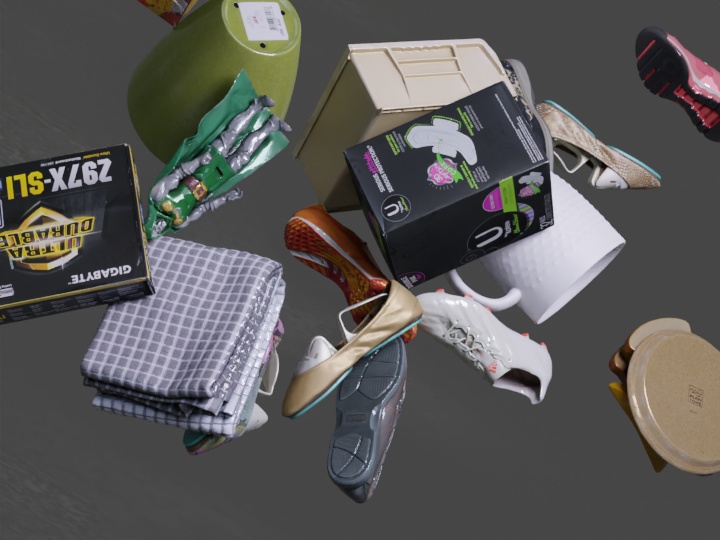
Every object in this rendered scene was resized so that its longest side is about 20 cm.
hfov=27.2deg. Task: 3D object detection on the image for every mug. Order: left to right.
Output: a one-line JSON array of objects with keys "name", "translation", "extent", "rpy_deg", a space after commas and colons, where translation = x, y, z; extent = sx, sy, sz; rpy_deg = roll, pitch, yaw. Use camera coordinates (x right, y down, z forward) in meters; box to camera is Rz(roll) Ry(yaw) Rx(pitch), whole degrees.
[{"name": "mug", "translation": [0.189, -0.033, 1.800], "extent": [0.200, 0.148, 0.175], "rpy_deg": [-38, 78, -19]}]

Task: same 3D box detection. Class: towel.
[{"name": "towel", "translation": [-0.184, 0.062, 1.554], "extent": [0.165, 0.086, 0.200], "rpy_deg": [12, 56, 14]}]

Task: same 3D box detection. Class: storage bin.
[{"name": "storage bin", "translation": [0.052, -0.169, 1.750], "extent": [0.198, 0.200, 0.094], "rpy_deg": [-8, 59, -30]}]

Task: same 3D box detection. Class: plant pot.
[{"name": "plant pot", "translation": [-0.147, -0.231, 1.689], "extent": [0.187, 0.200, 0.188], "rpy_deg": [12, 60, -21]}]

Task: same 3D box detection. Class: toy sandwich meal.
[{"name": "toy sandwich meal", "translation": [0.390, 0.160, 1.845], "extent": [0.205, 0.070, 0.206], "rpy_deg": [12, 64, -25]}]

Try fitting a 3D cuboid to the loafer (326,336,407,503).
[{"name": "loafer", "translation": [0.009, 0.164, 1.659], "extent": [0.072, 0.063, 0.200], "rpy_deg": [2, 53, 22]}]

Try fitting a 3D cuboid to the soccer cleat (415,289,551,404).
[{"name": "soccer cleat", "translation": [0.143, 0.088, 1.745], "extent": [0.200, 0.069, 0.078], "rpy_deg": [28, 44, -20]}]

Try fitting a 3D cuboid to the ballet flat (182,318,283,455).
[{"name": "ballet flat", "translation": [-0.124, 0.125, 1.606], "extent": [0.071, 0.069, 0.200], "rpy_deg": [45, 49, -32]}]

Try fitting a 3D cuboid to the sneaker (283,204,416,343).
[{"name": "sneaker", "translation": [0.000, 0.000, 1.726], "extent": [0.200, 0.073, 0.077], "rpy_deg": [50, 38, -2]}]

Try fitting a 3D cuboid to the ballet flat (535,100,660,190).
[{"name": "ballet flat", "translation": [0.302, -0.146, 1.969], "extent": [0.200, 0.071, 0.065], "rpy_deg": [32, 81, -6]}]

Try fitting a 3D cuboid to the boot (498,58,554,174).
[{"name": "boot", "translation": [0.155, -0.186, 1.900], "extent": [0.153, 0.074, 0.204], "rpy_deg": [1, 59, -24]}]

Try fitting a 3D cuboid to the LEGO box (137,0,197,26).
[{"name": "LEGO box", "translation": [-0.227, -0.420, 1.821], "extent": [0.149, 0.077, 0.200], "rpy_deg": [35, 55, -6]}]

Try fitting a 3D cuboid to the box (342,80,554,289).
[{"name": "box", "translation": [0.102, -0.092, 1.683], "extent": [0.200, 0.149, 0.125], "rpy_deg": [-23, 61, -2]}]

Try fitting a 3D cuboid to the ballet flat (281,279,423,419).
[{"name": "ballet flat", "translation": [-0.021, 0.083, 1.648], "extent": [0.200, 0.069, 0.063], "rpy_deg": [-38, 97, -17]}]

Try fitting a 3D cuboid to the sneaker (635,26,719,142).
[{"name": "sneaker", "translation": [0.467, -0.270, 2.115], "extent": [0.200, 0.074, 0.087], "rpy_deg": [46, 40, -3]}]

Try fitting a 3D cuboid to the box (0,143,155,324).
[{"name": "box", "translation": [-0.322, -0.036, 1.542], "extent": [0.199, 0.049, 0.160], "rpy_deg": [-10, 66, -2]}]

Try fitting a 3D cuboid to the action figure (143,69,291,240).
[{"name": "action figure", "translation": [-0.163, -0.105, 1.600], "extent": [0.200, 0.055, 0.118], "rpy_deg": [-46, 132, -12]}]
